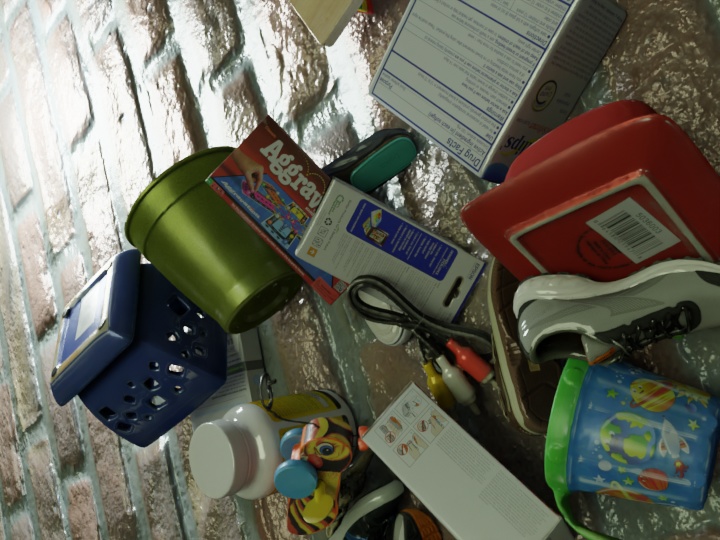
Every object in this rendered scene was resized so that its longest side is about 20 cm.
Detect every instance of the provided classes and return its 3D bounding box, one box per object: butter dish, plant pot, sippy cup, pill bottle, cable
[{"bbox_3d":[0.220,-0.073,0.657,0.198,0.199,0.149,-25,39,39],"label":"butter dish"},{"bbox_3d":[-0.181,-0.026,0.990,0.194,0.200,0.201,51,121,14],"label":"plant pot"},{"bbox_3d":[0.246,0.146,0.650,0.129,0.139,0.180,10,117,29],"label":"sippy cup"},{"bbox_3d":[-0.106,0.215,0.902,0.111,0.199,0.114,0,90,41],"label":"pill bottle"},{"bbox_3d":[0.074,0.072,0.792,0.200,0.050,0.097,44,114,-11],"label":"cable"},{"bbox_3d":[-0.319,0.101,1.046,0.199,0.179,0.202,-39,40,25],"label":"plant pot"}]

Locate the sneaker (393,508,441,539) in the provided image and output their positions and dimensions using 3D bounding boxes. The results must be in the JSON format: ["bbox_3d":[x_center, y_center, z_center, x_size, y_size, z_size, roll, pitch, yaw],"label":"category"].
[{"bbox_3d":[0.049,0.381,0.854,0.091,0.075,0.203,-9,83,45],"label":"sneaker"}]

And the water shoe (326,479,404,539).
[{"bbox_3d":[0.011,0.334,0.892,0.079,0.071,0.201,49,127,25],"label":"water shoe"}]

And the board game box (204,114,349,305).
[{"bbox_3d":[-0.068,-0.066,0.827,0.103,0.019,0.200,-45,102,3],"label":"board game box"}]

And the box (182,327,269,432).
[{"bbox_3d":[-0.197,0.200,1.086,0.155,0.041,0.203,-22,75,40],"label":"box"}]

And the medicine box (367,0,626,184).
[{"bbox_3d":[0.133,-0.221,0.756,0.182,0.102,0.202,43,117,32],"label":"medicine box"}]

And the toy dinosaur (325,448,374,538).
[{"bbox_3d":[-0.016,0.263,0.897,0.047,0.088,0.201,43,118,20],"label":"toy dinosaur"}]

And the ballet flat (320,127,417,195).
[{"bbox_3d":[-0.023,-0.106,0.876,0.199,0.073,0.073,-35,65,0],"label":"ballet flat"}]

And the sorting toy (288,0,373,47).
[{"bbox_3d":[-0.018,-0.415,0.909,0.200,0.069,0.200,-48,61,30],"label":"sorting toy"}]

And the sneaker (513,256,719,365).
[{"bbox_3d":[0.228,0.044,0.616,0.197,0.074,0.080,-9,46,23],"label":"sneaker"}]

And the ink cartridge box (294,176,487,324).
[{"bbox_3d":[0.034,-0.016,0.819,0.198,0.037,0.096,28,100,-8],"label":"ink cartridge box"}]

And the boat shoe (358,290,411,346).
[{"bbox_3d":[0.000,0.000,0.894,0.071,0.069,0.202,-33,69,36],"label":"boat shoe"}]

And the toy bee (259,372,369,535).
[{"bbox_3d":[-0.041,0.208,0.789,0.107,0.201,0.132,-3,50,5],"label":"toy bee"}]

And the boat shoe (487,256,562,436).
[{"bbox_3d":[0.161,0.068,0.753,0.075,0.074,0.205,113,159,-67],"label":"boat shoe"}]

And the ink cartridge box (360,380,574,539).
[{"bbox_3d":[0.117,0.233,0.765,0.084,0.176,0.200,-46,57,-7],"label":"ink cartridge box"}]
